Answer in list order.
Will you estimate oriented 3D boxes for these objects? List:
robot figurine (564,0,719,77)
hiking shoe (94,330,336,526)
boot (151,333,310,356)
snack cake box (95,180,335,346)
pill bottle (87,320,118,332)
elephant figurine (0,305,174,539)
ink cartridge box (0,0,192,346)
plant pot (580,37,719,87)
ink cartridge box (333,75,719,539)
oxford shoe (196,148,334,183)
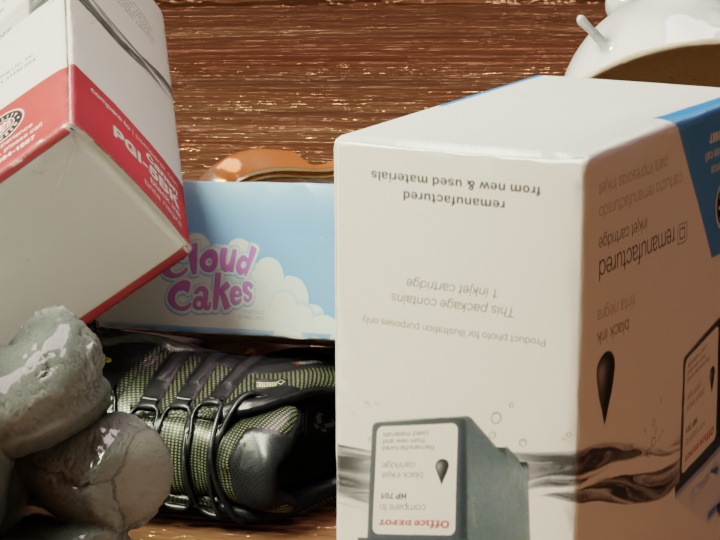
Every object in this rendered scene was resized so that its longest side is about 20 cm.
[{"bbox_3d":[0.167,-0.061,1.226,0.113,0.170,0.200,-43,-35,25],"label":"robot figurine"},{"bbox_3d":[-0.066,0.065,1.102,0.200,0.076,0.101,-5,8,-17],"label":"hiking shoe"},{"bbox_3d":[-0.048,0.020,1.383,0.186,0.064,0.200,-6,14,-16],"label":"boot"},{"bbox_3d":[0.000,0.000,1.156,0.200,0.067,0.115,2,-2,28],"label":"snack cake box"},{"bbox_3d":[-0.218,0.032,1.231,0.200,0.106,0.106,-10,13,-36],"label":"pill bottle"},{"bbox_3d":[-0.171,0.063,0.944,0.142,0.155,0.200,-45,38,-18],"label":"elephant figurine"},{"bbox_3d":[-0.155,-0.050,1.137,0.147,0.083,0.200,-33,32,15],"label":"ink cartridge box"},{"bbox_3d":[0.136,0.032,1.013,0.200,0.200,0.134,-3,-25,-1],"label":"plant pot"},{"bbox_3d":[0.059,0.049,0.822,0.086,0.200,0.146,5,13,28],"label":"ink cartridge box"},{"bbox_3d":[0.003,-0.020,1.378,0.200,0.071,0.073,-8,46,-42],"label":"oxford shoe"}]
